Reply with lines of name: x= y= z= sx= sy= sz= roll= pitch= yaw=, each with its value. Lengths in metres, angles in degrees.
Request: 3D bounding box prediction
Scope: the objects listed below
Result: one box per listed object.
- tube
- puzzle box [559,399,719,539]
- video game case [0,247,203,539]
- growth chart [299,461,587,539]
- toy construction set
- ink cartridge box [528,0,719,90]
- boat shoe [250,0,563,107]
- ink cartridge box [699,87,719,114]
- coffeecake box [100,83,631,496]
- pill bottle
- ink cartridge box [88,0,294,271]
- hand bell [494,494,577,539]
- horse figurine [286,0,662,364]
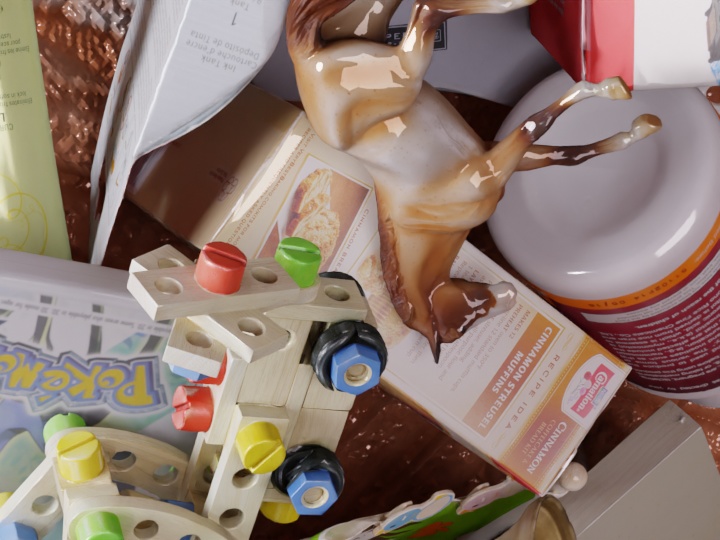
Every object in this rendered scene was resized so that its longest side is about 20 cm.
tube: x=-0.149 y=-0.023 z=1.138 sx=0.052 sy=0.058 sz=0.201 roll=-19 pitch=107 yaw=-59
puzzle box: x=0.099 y=0.167 z=1.355 sx=0.200 sy=0.025 sz=0.133 roll=-40 pitch=142 yaw=-11
video game case: x=-0.157 y=0.068 z=1.124 sx=0.199 sy=0.022 sz=0.183 roll=10 pitch=125 yaw=-26
growth chart: x=-0.003 y=0.130 z=1.281 sx=0.199 sy=0.145 sz=0.018 roll=-13 pitch=75 yaw=-22
toy construction set: x=-0.063 y=0.053 z=1.074 sx=0.131 sy=0.092 sz=0.200 roll=5 pitch=138 yaw=-21
ink cartridge box: x=0.140 y=-0.122 z=1.179 sx=0.199 sy=0.116 sz=0.068 roll=-4 pitch=107 yaw=-6
boat shoe: x=0.033 y=-0.111 z=1.254 sx=0.199 sy=0.057 sz=0.069 roll=-1 pitch=110 yaw=-18
ink cartridge box: x=0.169 y=-0.168 z=1.285 sx=0.117 sy=0.067 sz=0.201 roll=-6 pitch=109 yaw=19
coffeecake box: x=0.000 y=0.000 z=1.231 sx=0.200 sy=0.153 sz=0.073 roll=37 pitch=87 yaw=-26
pill bottle: x=0.140 y=-0.008 z=1.278 sx=0.113 sy=0.113 sz=0.200 roll=-53 pitch=147 yaw=-4
ink cartridge box: x=-0.065 y=-0.096 z=1.151 sx=0.050 sy=0.162 sz=0.201 roll=14 pitch=111 yaw=-11
hand bell: x=-0.002 y=0.166 z=1.263 sx=0.199 sy=0.104 sz=0.105 roll=-9 pitch=110 yaw=18
horse figurine: x=0.030 y=-0.066 z=1.098 sx=0.132 sy=0.050 sz=0.200 roll=-30 pitch=128 yaw=14
